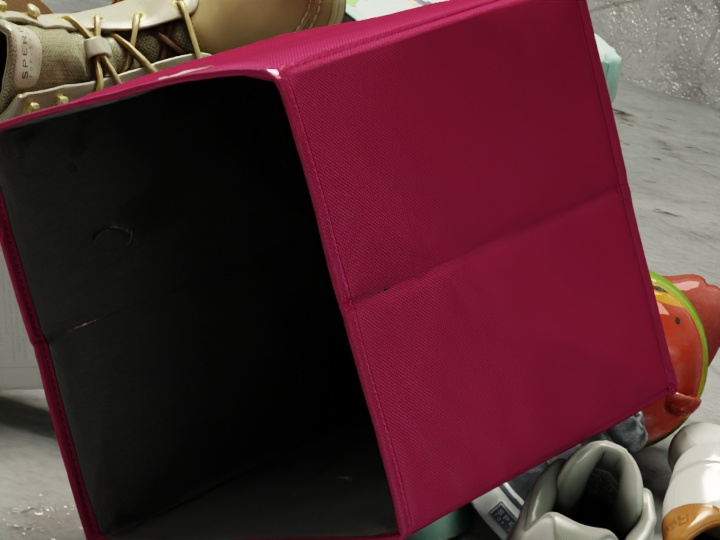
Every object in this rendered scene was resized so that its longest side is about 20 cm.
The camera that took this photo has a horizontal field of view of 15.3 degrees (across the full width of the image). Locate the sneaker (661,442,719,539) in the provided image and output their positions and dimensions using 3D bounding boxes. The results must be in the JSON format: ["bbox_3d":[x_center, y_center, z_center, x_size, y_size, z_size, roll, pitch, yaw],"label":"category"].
[{"bbox_3d":[0.237,0.154,1.279,0.199,0.073,0.085,17,37,7],"label":"sneaker"}]

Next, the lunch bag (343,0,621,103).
[{"bbox_3d":[0.020,-0.093,1.437,0.170,0.123,0.200,4,-14,-34],"label":"lunch bag"}]

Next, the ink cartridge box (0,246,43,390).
[{"bbox_3d":[-0.145,0.004,1.341,0.199,0.104,0.059,-2,9,9],"label":"ink cartridge box"}]

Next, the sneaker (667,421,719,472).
[{"bbox_3d":[0.244,0.102,1.403,0.075,0.100,0.200,-1,14,-38],"label":"sneaker"}]

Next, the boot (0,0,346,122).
[{"bbox_3d":[-0.118,-0.105,1.295,0.199,0.072,0.154,-25,-13,27],"label":"boot"}]

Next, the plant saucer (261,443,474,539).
[{"bbox_3d":[-0.036,0.087,1.344,0.199,0.036,0.200,11,12,-2],"label":"plant saucer"}]

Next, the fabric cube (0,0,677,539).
[{"bbox_3d":[-0.012,-0.004,1.165,0.196,0.201,0.199,-7,11,44],"label":"fabric cube"}]

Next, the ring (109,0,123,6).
[{"bbox_3d":[-0.102,-0.100,1.441,0.019,0.201,0.200,19,6,-31],"label":"ring"}]

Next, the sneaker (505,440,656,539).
[{"bbox_3d":[0.102,0.119,1.169,0.078,0.100,0.200,18,13,4],"label":"sneaker"}]

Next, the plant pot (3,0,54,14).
[{"bbox_3d":[-0.255,-0.078,1.477,0.186,0.188,0.200,13,7,3],"label":"plant pot"}]

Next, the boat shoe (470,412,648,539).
[{"bbox_3d":[0.089,0.072,1.363,0.071,0.091,0.200,48,5,-21],"label":"boat shoe"}]

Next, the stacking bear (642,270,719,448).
[{"bbox_3d":[0.143,0.047,1.471,0.121,0.114,0.200,25,3,-1],"label":"stacking bear"}]
